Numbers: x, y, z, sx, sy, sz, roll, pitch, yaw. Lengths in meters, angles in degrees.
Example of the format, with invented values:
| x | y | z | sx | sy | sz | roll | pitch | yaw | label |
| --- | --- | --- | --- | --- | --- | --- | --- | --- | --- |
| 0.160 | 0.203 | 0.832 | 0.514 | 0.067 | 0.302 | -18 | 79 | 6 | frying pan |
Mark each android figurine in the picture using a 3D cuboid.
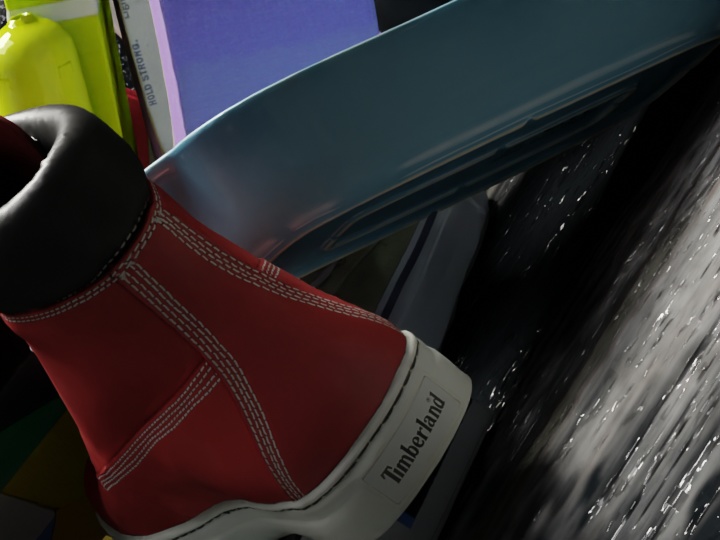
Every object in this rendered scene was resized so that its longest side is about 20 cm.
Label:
| x | y | z | sx | sy | sz | roll | pitch | yaw | label |
| --- | --- | --- | --- | --- | --- | --- | --- | --- | --- |
| -0.106 | -0.078 | 1.006 | 0.182 | 0.041 | 0.201 | -105 | 4 | -69 | android figurine |

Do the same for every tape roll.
| x | y | z | sx | sy | sz | roll | pitch | yaw | label |
| --- | --- | --- | --- | --- | --- | --- | --- | --- | --- |
| -0.046 | -0.106 | 0.919 | 0.200 | 0.065 | 0.201 | 167 | 90 | -82 | tape roll |

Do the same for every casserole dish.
| x | y | z | sx | sy | sz | roll | pitch | yaw | label |
| --- | --- | --- | --- | --- | --- | --- | --- | --- | --- |
| 0.025 | -0.044 | 0.791 | 0.199 | 0.039 | 0.121 | -27 | -6 | -21 | casserole dish |

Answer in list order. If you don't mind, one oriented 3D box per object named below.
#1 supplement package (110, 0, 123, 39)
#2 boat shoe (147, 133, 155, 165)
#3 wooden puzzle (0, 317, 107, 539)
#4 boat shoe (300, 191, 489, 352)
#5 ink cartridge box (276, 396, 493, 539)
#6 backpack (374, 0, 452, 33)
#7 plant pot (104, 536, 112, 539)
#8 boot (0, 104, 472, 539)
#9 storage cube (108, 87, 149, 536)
| x | y | z | sx | sy | sz | roll | pitch | yaw | label |
| --- | --- | --- | --- | --- | --- | --- | --- | --- | --- |
| -0.054 | -0.140 | 1.250 | 0.121 | 0.120 | 0.200 | -46 | -1 | 2 | supplement package |
| -0.041 | 0.020 | 1.035 | 0.074 | 0.060 | 0.201 | 85 | 177 | -53 | boat shoe |
| -0.120 | 0.078 | 0.864 | 0.185 | 0.037 | 0.200 | -51 | -17 | 2 | wooden puzzle |
| 0.000 | 0.000 | 0.980 | 0.072 | 0.062 | 0.200 | -55 | 6 | 19 | boat shoe |
| -0.034 | 0.109 | 0.830 | 0.200 | 0.039 | 0.100 | -51 | 10 | 51 | ink cartridge box |
| 0.060 | -0.158 | 0.941 | 0.127 | 0.166 | 0.201 | -119 | 46 | -82 | backpack |
| -0.151 | 0.023 | 1.407 | 0.195 | 0.200 | 0.196 | -56 | 7 | 11 | plant pot |
| -0.068 | 0.014 | 0.747 | 0.073 | 0.144 | 0.200 | -58 | 12 | -18 | boot |
| -0.129 | 0.014 | 1.182 | 0.200 | 0.179 | 0.172 | 143 | 146 | -82 | storage cube |
